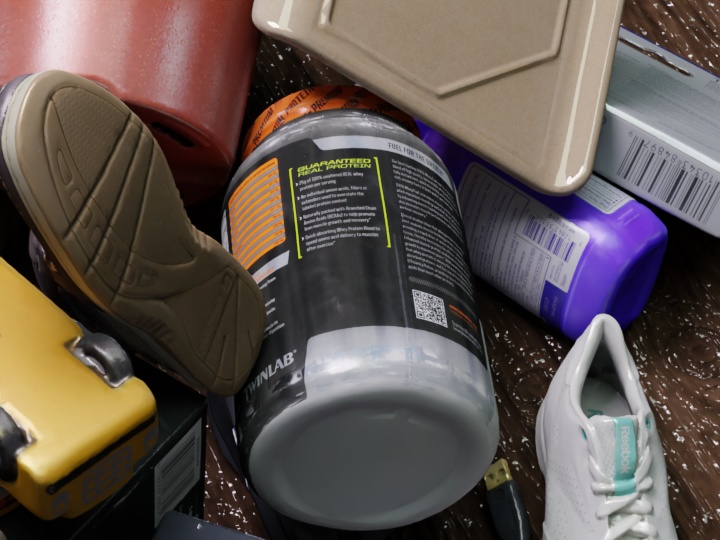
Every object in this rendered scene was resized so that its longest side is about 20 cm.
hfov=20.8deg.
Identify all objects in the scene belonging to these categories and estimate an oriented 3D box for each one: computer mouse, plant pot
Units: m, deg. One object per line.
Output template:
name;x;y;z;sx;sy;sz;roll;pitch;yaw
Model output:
computer mouse;0.007;0.097;0.979;0.139;0.046;0.201;-12;50;-13
plant pot;-0.128;-0.146;0.997;0.199;0.201;0.197;6;69;0

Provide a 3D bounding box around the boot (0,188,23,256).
boot;-0.234;-0.093;1.039;0.074;0.202;0.097;-11;16;19

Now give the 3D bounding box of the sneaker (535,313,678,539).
sneaker;0.122;0.112;0.948;0.074;0.089;0.201;-2;49;-8

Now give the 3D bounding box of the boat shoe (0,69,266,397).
boat shoe;-0.105;-0.010;0.802;0.064;0.200;0.072;6;65;28

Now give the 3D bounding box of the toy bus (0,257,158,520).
toy bus;-0.169;0.031;0.798;0.200;0.079;0.065;38;52;26

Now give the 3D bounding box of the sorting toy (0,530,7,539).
sorting toy;-0.245;0.131;0.836;0.199;0.186;0.036;30;36;19

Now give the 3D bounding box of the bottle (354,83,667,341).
bottle;0.073;-0.040;1.083;0.199;0.084;0.065;34;45;24

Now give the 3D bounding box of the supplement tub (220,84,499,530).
supplement tub;-0.005;0.013;0.944;0.121;0.123;0.201;-2;48;-6

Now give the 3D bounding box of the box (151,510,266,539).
box;-0.025;0.233;0.810;0.195;0.118;0.201;15;50;9

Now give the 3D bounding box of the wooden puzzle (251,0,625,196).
wooden puzzle;0.046;-0.154;1.011;0.199;0.037;0.186;26;62;-23

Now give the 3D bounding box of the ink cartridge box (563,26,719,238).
ink cartridge box;0.148;-0.099;1.131;0.199;0.041;0.200;30;22;12

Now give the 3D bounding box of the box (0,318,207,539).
box;-0.184;0.095;0.895;0.199;0.149;0.124;28;48;20
